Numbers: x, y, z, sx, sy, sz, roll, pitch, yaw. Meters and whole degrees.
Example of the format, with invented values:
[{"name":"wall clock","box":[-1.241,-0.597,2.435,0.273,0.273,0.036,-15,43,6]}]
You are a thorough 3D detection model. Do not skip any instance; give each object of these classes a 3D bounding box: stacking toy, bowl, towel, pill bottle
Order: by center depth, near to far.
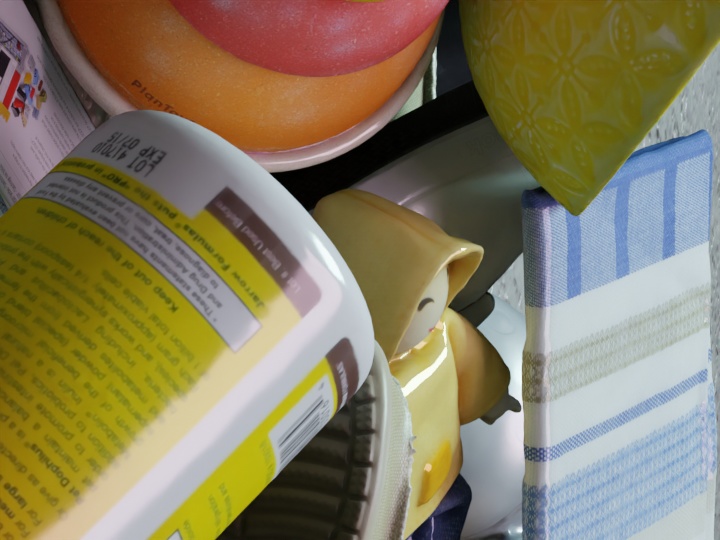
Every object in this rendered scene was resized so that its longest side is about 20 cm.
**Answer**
[{"name":"pill bottle","box":[-0.097,0.055,0.816,0.200,0.109,0.109,-45,145,-21]},{"name":"stacking toy","box":[-0.004,-0.117,0.855,0.200,0.146,0.146,-23,-129,62]},{"name":"bowl","box":[0.089,-0.129,0.971,0.200,0.108,0.200,-54,180,0]},{"name":"towel","box":[0.094,0.055,1.082,0.147,0.024,0.200,-22,114,-56]}]

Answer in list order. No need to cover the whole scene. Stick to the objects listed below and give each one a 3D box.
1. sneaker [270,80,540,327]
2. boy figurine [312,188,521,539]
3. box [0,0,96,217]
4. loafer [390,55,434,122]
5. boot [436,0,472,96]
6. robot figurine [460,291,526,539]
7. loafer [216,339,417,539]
[{"name":"sneaker","box":[0.000,0.000,1.045,0.073,0.200,0.085,33,-38,64]},{"name":"boy figurine","box":[0.017,0.059,1.012,0.124,0.064,0.200,-33,132,-43]},{"name":"box","box":[-0.126,-0.027,0.882,0.200,0.035,0.110,66,36,-56]},{"name":"loafer","box":[-0.009,-0.100,1.095,0.068,0.076,0.200,-144,-129,-87]},{"name":"boot","box":[0.113,-0.127,1.277,0.066,0.200,0.165,64,23,-1]},{"name":"robot figurine","box":[0.044,0.069,1.284,0.170,0.113,0.200,60,10,19]},{"name":"loafer","box":[-0.027,0.113,0.916,0.068,0.076,0.200,10,94,-68]}]
